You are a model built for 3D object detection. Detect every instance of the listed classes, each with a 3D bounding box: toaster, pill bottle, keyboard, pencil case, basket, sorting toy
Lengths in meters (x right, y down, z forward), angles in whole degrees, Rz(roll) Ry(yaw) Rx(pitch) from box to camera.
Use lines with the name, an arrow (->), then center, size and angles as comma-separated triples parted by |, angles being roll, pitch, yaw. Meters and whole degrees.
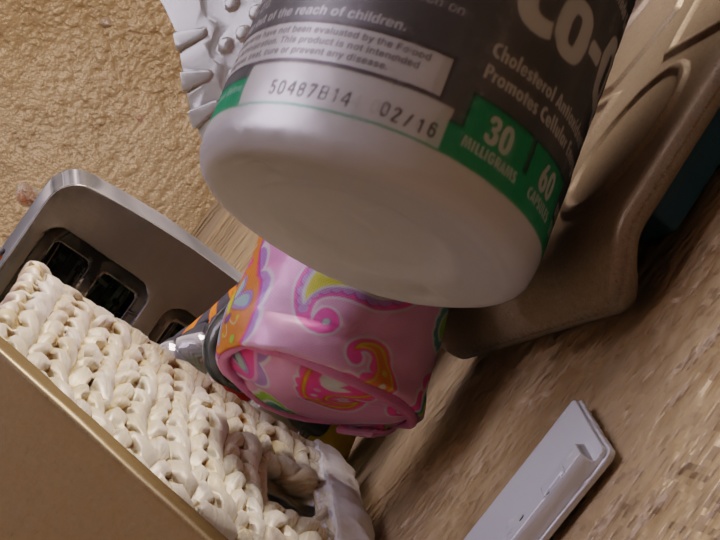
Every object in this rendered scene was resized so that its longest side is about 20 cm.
toaster -> -0.144, 0.049, 1.135 | 0.200, 0.181, 0.119 | -55, 11, -1
pill bottle -> 0.034, -0.099, 0.630 | 0.200, 0.113, 0.113 | -69, 13, -18
keyboard -> 0.007, 0.123, 0.560 | 0.200, 0.011, 0.056 | -52, 3, 7
pencil case -> 0.012, -0.039, 0.723 | 0.087, 0.087, 0.200 | -35, 34, 66
basket -> -0.113, 0.129, 0.686 | 0.200, 0.161, 0.198 | -54, 9, 6
sorting toy -> 0.106, -0.061, 0.689 | 0.200, 0.036, 0.185 | -60, 9, -15

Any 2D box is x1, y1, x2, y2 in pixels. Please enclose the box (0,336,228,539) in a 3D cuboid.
box -> -0.103, 0.126, 0.545 | 0.164, 0.200, 0.021 | -54, -21, 5

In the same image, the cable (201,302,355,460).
cable -> 0.000, 0.000, 0.809 | 0.200, 0.097, 0.050 | -56, 29, -6

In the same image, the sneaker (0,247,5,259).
sneaker -> -0.161, 0.007, 0.653 | 0.112, 0.078, 0.200 | -46, 13, 17

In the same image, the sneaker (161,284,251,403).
sneaker -> -0.038, 0.026, 0.984 | 0.200, 0.078, 0.112 | -36, 12, 32

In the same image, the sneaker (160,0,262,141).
sneaker -> -0.039, -0.101, 0.832 | 0.076, 0.200, 0.080 | -31, -26, 16
